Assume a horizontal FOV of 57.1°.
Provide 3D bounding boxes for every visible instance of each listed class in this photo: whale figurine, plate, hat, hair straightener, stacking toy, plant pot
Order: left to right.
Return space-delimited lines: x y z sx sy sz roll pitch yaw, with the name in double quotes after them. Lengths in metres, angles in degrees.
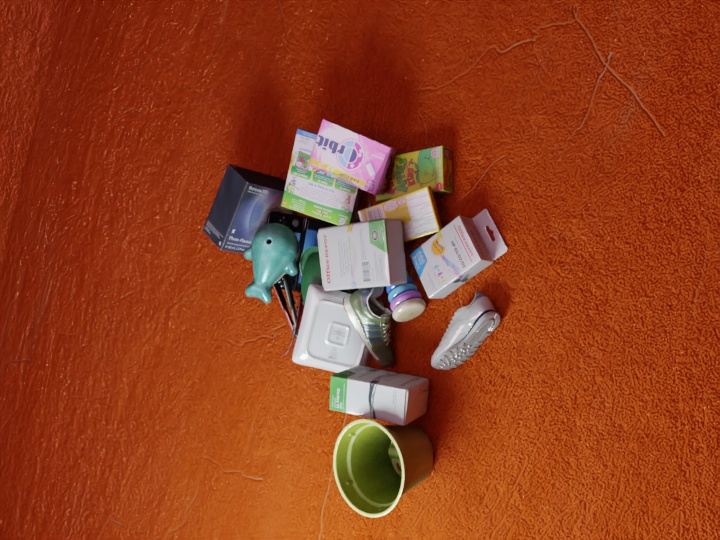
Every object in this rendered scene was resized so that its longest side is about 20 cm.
-0.235 -0.025 1.694 0.155 0.104 0.205 20 78 12 "whale figurine"
-0.171 0.107 1.759 0.075 0.041 0.206 -14 103 15 "hair straightener"
-0.134 0.071 1.643 0.163 0.175 0.205 -12 109 45 "hat"
-0.055 0.155 1.630 0.193 0.032 0.206 14 98 -7 "plate"
0.069 0.429 1.495 0.196 0.182 0.208 -2 86 39 "plant pot"
0.087 0.014 1.582 0.085 0.084 0.205 -35 60 31 "stacking toy"

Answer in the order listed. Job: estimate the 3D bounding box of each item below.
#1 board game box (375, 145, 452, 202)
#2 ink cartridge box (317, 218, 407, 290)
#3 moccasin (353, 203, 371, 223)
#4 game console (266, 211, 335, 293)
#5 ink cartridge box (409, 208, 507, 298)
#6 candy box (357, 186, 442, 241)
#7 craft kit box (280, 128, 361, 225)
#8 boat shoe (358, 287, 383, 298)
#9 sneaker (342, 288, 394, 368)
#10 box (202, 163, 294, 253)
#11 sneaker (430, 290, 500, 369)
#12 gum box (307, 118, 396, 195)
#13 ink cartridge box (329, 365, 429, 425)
0.125 -0.226 1.578 0.195 0.047 0.105 -4 85 39 "board game box"
0.003 -0.035 1.536 0.195 0.087 0.151 -6 90 34 "ink cartridge box"
0.054 -0.137 1.616 0.196 0.067 0.083 -21 74 36 "moccasin"
-0.169 -0.041 1.765 0.118 0.167 0.207 17 98 64 "game console"
0.217 -0.039 1.479 0.199 0.067 0.118 -39 65 30 "ink cartridge box"
0.090 -0.117 1.540 0.195 0.026 0.105 -16 93 32 "candy box"
-0.088 -0.232 1.667 0.194 0.048 0.204 19 101 13 "craft kit box"
0.000 0.000 1.657 0.070 0.064 0.201 -33 56 -7 "boat shoe"
0.043 0.132 1.573 0.088 0.067 0.203 -29 100 21 "sneaker"
-0.298 -0.158 1.814 0.123 0.197 0.203 38 110 38 "box"
0.224 0.139 1.469 0.200 0.075 0.081 -48 49 21 "sneaker"
-0.015 -0.269 1.582 0.195 0.066 0.117 24 103 12 "gum box"
0.046 0.285 1.527 0.194 0.145 0.086 5 94 28 "ink cartridge box"
